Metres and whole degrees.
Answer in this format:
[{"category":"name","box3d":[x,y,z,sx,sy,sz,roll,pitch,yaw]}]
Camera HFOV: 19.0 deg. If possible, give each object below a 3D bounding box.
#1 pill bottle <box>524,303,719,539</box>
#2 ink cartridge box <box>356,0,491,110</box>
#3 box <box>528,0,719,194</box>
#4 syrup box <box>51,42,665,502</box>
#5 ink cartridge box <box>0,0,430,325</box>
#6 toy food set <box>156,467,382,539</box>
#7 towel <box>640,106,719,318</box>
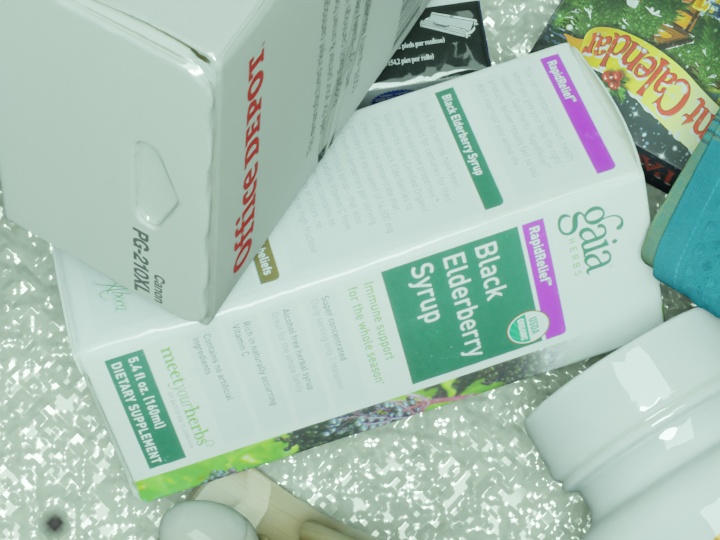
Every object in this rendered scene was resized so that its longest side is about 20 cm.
[{"category":"pill bottle","box3d":[0.141,0.115,0.724,0.111,0.111,0.200,-30,78,-6]},{"category":"ink cartridge box","box3d":[-0.056,-0.096,0.812,0.200,0.044,0.094,-9,75,-1]},{"category":"box","box3d":[0.176,-0.074,0.805,0.200,0.038,0.137,30,79,8]},{"category":"syrup box","box3d":[0.000,0.000,0.756,0.200,0.079,0.082,-17,44,-1]},{"category":"ink cartridge box","box3d":[-0.033,-0.105,0.690,0.084,0.145,0.200,26,60,11]},{"category":"toy food set","box3d":[-0.046,0.133,0.690,0.060,0.200,0.144,40,79,-18]},{"category":"towel","box3d":[0.203,-0.019,0.678,0.200,0.022,0.147,30,92,28]}]
